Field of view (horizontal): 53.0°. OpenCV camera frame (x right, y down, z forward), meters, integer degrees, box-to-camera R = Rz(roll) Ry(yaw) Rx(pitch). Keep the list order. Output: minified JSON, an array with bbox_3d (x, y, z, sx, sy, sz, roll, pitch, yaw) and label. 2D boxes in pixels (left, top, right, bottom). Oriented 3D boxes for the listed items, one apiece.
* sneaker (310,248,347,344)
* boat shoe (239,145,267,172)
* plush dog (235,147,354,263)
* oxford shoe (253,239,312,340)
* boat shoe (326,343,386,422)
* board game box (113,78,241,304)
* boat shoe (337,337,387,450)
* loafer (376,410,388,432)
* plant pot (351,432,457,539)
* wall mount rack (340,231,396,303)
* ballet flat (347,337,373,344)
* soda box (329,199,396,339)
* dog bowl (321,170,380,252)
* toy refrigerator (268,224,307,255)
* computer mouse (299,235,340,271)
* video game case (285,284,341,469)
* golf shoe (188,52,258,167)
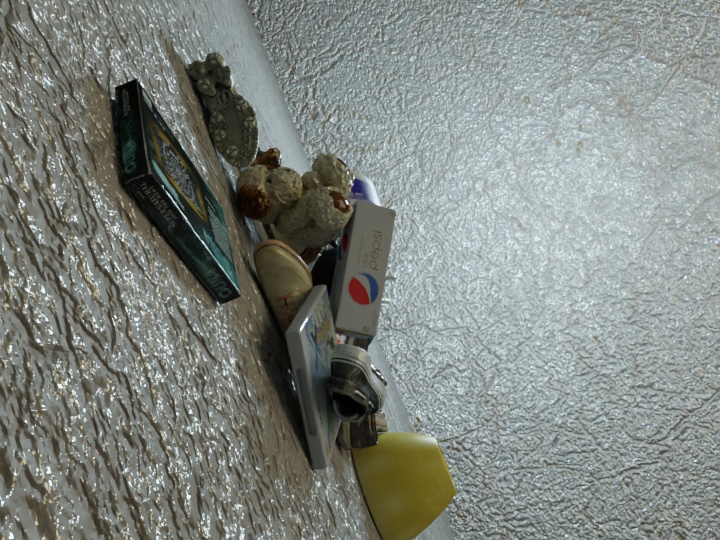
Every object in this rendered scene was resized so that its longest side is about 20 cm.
[{"bbox_3d":[-0.051,0.072,1.174,0.108,0.067,0.203,67,29,-75],"label":"sneaker"},{"bbox_3d":[-0.182,-0.200,1.277,0.070,0.066,0.201,-46,114,-87],"label":"boat shoe"},{"bbox_3d":[-0.114,-0.108,1.136,0.171,0.161,0.200,26,28,-13],"label":"plush dog"},{"bbox_3d":[-0.096,0.046,1.027,0.074,0.070,0.201,-99,167,-55],"label":"oxford shoe"},{"bbox_3d":[-0.015,0.161,0.945,0.200,0.072,0.071,69,38,-60],"label":"boat shoe"},{"bbox_3d":[-0.180,-0.072,0.722,0.200,0.028,0.136,65,4,-52],"label":"board game box"},{"bbox_3d":[0.008,0.191,1.171,0.075,0.073,0.201,71,23,-72],"label":"boat shoe"},{"bbox_3d":[0.011,0.257,1.285,0.200,0.071,0.063,46,45,-75],"label":"loafer"},{"bbox_3d":[0.085,0.365,1.266,0.200,0.141,0.201,-22,90,-88],"label":"plant pot"},{"bbox_3d":[0.016,-0.009,1.378,0.174,0.074,0.201,110,-35,-71],"label":"wall mount rack"},{"bbox_3d":[-0.011,0.085,1.303,0.200,0.067,0.071,78,-1,-69],"label":"ballet flat"},{"bbox_3d":[0.000,0.000,1.105,0.064,0.068,0.201,156,-54,-69],"label":"soda box"},{"bbox_3d":[-0.056,-0.104,1.450,0.200,0.199,0.079,64,6,-55],"label":"dog bowl"},{"bbox_3d":[-0.108,-0.019,1.323,0.076,0.070,0.201,-126,-166,-76],"label":"toy refrigerator"},{"bbox_3d":[-0.074,0.017,1.249,0.140,0.046,0.201,49,45,-43],"label":"computer mouse"},{"bbox_3d":[-0.053,0.133,0.962,0.200,0.022,0.183,-68,149,-74],"label":"video game case"},{"bbox_3d":[-0.205,-0.244,1.150,0.097,0.078,0.201,80,-10,-74],"label":"golf shoe"}]
